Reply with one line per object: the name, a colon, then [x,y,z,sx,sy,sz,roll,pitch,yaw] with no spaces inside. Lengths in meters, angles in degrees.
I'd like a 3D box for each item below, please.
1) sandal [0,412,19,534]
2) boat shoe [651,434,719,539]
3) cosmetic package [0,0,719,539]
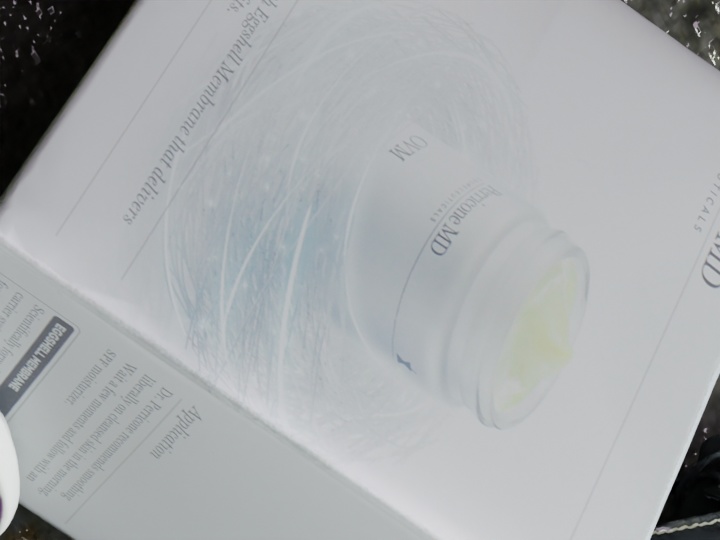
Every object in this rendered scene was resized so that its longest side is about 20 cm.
sandal: [-0.155,0.019,0.672,0.050,0.082,0.203,-65,147,-33]
boat shoe: [0.149,0.092,0.970,0.198,0.075,0.066,-5,69,-27]
cosmetic package: [0.000,0.000,0.765,0.200,0.123,0.200,35,54,-8]
